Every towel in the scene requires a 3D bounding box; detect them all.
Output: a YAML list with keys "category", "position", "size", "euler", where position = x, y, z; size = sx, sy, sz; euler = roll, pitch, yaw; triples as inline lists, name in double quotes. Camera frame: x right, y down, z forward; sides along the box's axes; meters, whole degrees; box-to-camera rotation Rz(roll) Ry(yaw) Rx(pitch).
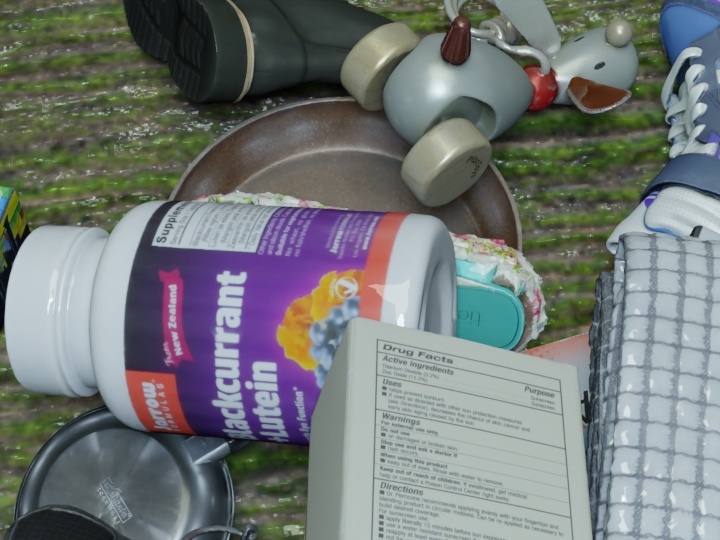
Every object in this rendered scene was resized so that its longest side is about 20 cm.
- category: "towel"
  position: [0.174, 0.090, 0.680]
  size: [0.165, 0.086, 0.201]
  euler: [10, 59, -3]

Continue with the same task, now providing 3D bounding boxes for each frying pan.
- category: "frying pan"
  position: [-0.084, 0.110, 0.807]
  size: [0.189, 0.031, 0.116]
  euler: [-14, 67, 5]

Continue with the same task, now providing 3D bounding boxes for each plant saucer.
- category: "plant saucer"
  position: [-0.011, -0.009, 0.900]
  size: [0.199, 0.035, 0.201]
  euler: [-1, 56, 2]

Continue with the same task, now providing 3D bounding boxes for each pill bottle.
- category: "pill bottle"
  position: [-0.060, 0.024, 0.773]
  size: [0.199, 0.112, 0.112]
  euler: [3, 55, 14]

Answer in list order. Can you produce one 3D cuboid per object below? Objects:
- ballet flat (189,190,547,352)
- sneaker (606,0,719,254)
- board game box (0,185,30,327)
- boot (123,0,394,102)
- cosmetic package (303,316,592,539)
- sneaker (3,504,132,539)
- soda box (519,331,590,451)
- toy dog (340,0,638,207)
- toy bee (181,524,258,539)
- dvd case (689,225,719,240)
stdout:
- category: "ballet flat"
  position: [0.000, 0.000, 0.845]
  size: [0.199, 0.076, 0.064]
  euler: [16, 27, 7]
- category: "sneaker"
  position: [0.185, -0.066, 0.904]
  size: [0.146, 0.081, 0.201]
  euler: [-23, 64, -19]
- category: "board game box"
  position: [-0.285, 0.038, 0.863]
  size: [0.164, 0.057, 0.201]
  euler: [9, 57, 10]
- category: "boot"
  position: [-0.060, -0.159, 0.995]
  size: [0.138, 0.078, 0.200]
  euler: [-2, 39, -26]
- category: "cosmetic package"
  position: [0.032, 0.122, 0.625]
  size: [0.103, 0.073, 0.201]
  euler: [13, 43, -10]
- category: "sneaker"
  position: [-0.105, 0.151, 0.699]
  size: [0.079, 0.096, 0.200]
  euler: [-24, 39, -21]
- category: "soda box"
  position: [0.140, 0.068, 0.825]
  size: [0.199, 0.064, 0.069]
  euler: [-16, 57, -8]
- category: "toy dog"
  position: [0.083, -0.118, 0.898]
  size: [0.132, 0.096, 0.200]
  euler: [39, 48, 7]
- category: "toy bee"
  position: [0.017, 0.155, 0.721]
  size: [0.199, 0.109, 0.131]
  euler: [18, 42, -7]
- category: "dvd case"
  position: [0.227, 0.075, 0.771]
  size: [0.199, 0.018, 0.143]
  euler: [24, 60, 7]
